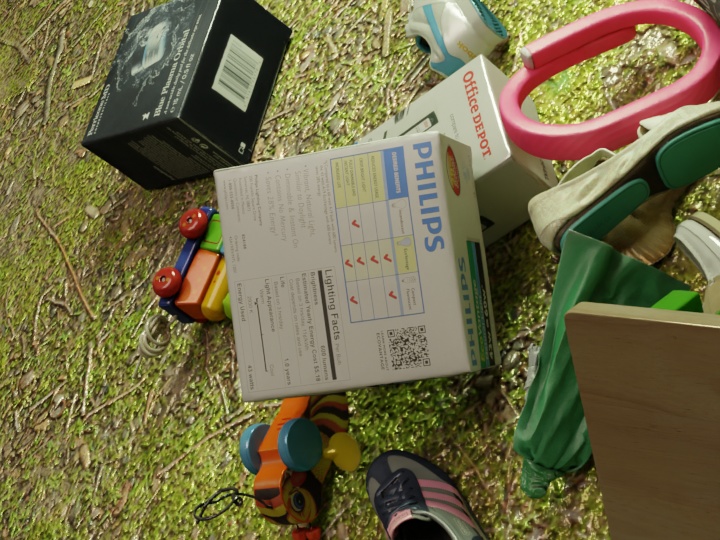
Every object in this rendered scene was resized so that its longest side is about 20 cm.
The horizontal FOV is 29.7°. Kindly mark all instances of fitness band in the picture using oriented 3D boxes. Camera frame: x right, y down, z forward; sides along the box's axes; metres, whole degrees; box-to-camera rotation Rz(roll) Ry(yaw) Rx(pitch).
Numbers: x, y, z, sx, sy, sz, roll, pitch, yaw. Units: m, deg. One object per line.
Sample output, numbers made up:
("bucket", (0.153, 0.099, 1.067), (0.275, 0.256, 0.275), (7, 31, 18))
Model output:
("fitness band", (0.214, -0.165, 1.160), (0.199, 0.038, 0.144), (-25, 43, -2))

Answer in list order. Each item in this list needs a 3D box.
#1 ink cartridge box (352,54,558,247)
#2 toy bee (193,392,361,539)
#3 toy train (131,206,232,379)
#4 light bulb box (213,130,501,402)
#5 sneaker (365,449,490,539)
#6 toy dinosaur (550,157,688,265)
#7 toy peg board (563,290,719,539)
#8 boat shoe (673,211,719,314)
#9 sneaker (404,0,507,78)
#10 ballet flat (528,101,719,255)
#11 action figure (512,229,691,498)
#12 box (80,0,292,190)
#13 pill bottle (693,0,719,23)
("ink cartridge box", (0.072, -0.084, 1.267), (0.200, 0.084, 0.147), (-34, 43, 25))
("toy bee", (-0.065, 0.185, 1.221), (0.200, 0.109, 0.131), (-41, 24, -24))
("toy train", (-0.158, 0.036, 1.436), (0.115, 0.085, 0.201), (11, 71, 36))
("light bulb box", (0.000, 0.000, 1.141), (0.199, 0.125, 0.200), (-8, 87, 18))
("sneaker", (0.046, 0.199, 1.088), (0.070, 0.082, 0.200), (-52, 38, 4))
("toy dinosaur", (0.223, -0.048, 1.121), (0.200, 0.058, 0.101), (-46, 54, -8))
("toy peg board", (0.257, 0.107, 0.890), (0.098, 0.200, 0.199), (-28, 22, -36))
("boat shoe", (0.275, 0.033, 0.975), (0.068, 0.075, 0.200), (-40, 41, 9))
("sneaker", (0.078, -0.274, 1.409), (0.081, 0.076, 0.200), (-44, 37, 17))
("ballet flat", (0.220, -0.087, 1.071), (0.199, 0.068, 0.062), (-32, 51, 0))
("action figure", (0.167, 0.082, 1.049), (0.201, 0.118, 0.055), (-67, 16, -2))
("box", (-0.211, -0.220, 1.642), (0.199, 0.117, 0.198), (-8, 57, 45))
("pill bottle", (0.322, -0.253, 1.101), (0.116, 0.116, 0.200), (-45, 38, 13))
